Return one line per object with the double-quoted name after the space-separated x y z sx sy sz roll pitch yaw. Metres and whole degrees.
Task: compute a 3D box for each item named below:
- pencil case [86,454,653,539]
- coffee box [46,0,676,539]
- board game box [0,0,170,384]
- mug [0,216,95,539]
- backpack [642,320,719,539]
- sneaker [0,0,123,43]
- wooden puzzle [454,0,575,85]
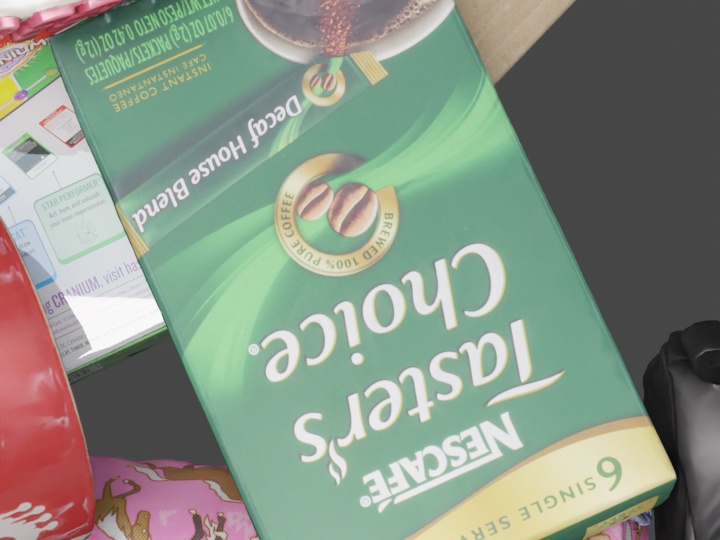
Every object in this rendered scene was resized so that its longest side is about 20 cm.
-0.007 0.096 0.876 0.198 0.087 0.083 0 65 1 "pencil case"
0.000 0.000 0.831 0.122 0.044 0.201 -22 78 -4 "coffee box"
-0.091 -0.076 0.914 0.152 0.040 0.201 -24 86 -4 "board game box"
-0.176 0.070 0.768 0.199 0.178 0.134 -19 129 -17 "mug"
0.193 0.079 0.867 0.199 0.127 0.168 -7 96 -4 "backpack"
-0.059 -0.133 0.821 0.200 0.081 0.075 -41 104 -19 "sneaker"
0.019 -0.168 0.911 0.185 0.037 0.200 46 74 -4 "wooden puzzle"
